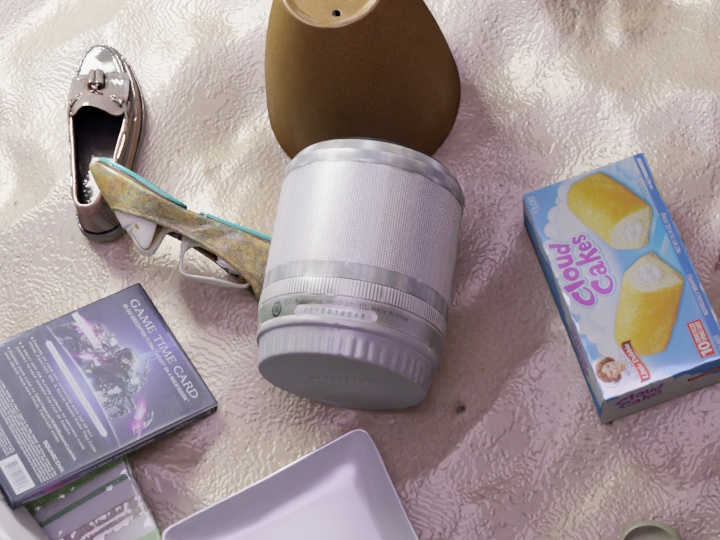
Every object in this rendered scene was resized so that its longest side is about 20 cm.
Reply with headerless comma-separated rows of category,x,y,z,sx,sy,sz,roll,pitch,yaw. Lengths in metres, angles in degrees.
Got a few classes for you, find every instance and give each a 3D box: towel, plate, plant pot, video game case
towel,-0.259,0.209,1.348,0.148,0.031,0.201,-28,69,-1
plate,-0.040,0.260,1.284,0.199,0.032,0.201,-28,66,1
plant pot,-0.011,-0.202,1.385,0.184,0.200,0.188,-3,68,8
video game case,-0.243,0.104,1.350,0.199,0.019,0.143,-24,65,-28

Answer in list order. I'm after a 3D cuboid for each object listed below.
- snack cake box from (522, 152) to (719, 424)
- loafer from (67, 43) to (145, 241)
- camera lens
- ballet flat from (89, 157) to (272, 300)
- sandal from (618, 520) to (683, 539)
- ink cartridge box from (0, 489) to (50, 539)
snack cake box,0.224,0.014,1.334,0.114,0.067,0.201,-19,66,-1
loafer,-0.242,-0.130,1.461,0.071,0.063,0.202,-6,67,6
camera lens,0.000,0.000,1.320,0.158,0.160,0.202,6,69,10
ballet flat,-0.160,-0.032,1.390,0.199,0.071,0.071,25,72,-4
sandal,0.233,0.294,1.223,0.079,0.057,0.203,-9,67,4
ink cartridge box,-0.372,0.214,1.310,0.147,0.083,0.200,-45,67,4
